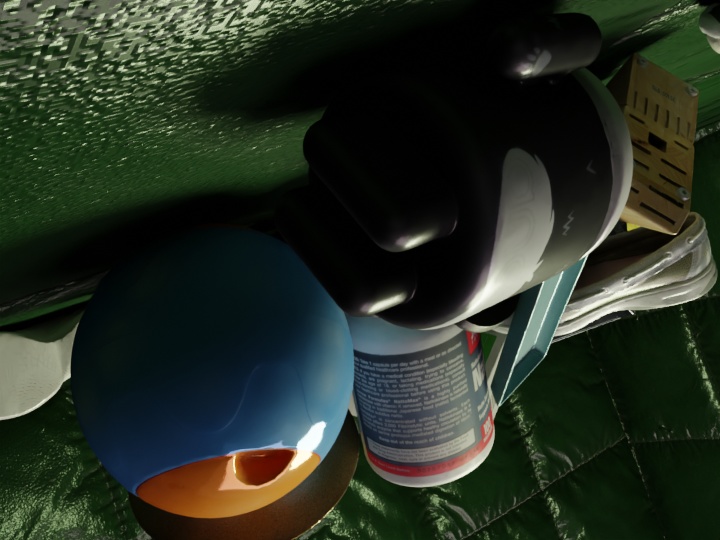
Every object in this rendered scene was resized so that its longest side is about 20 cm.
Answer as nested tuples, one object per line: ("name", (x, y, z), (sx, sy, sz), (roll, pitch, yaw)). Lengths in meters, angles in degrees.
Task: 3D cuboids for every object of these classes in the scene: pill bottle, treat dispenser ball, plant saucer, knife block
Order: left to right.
("treat dispenser ball", (-0.102, 0.069, 0.626), (0.197, 0.205, 0.201), (-21, 178, -1))
("plant saucer", (-0.100, 0.142, 0.731), (0.196, 0.036, 0.202), (-6, -143, 5))
("pill bottle", (0.042, 0.063, 0.731), (0.117, 0.204, 0.120), (-10, -154, 5))
("plant saucer", (0.136, 0.031, 0.671), (0.070, 0.019, 0.202), (-41, 156, -27))
("knife block", (0.193, -0.075, 0.720), (0.176, 0.063, 0.202), (-56, -170, 51))

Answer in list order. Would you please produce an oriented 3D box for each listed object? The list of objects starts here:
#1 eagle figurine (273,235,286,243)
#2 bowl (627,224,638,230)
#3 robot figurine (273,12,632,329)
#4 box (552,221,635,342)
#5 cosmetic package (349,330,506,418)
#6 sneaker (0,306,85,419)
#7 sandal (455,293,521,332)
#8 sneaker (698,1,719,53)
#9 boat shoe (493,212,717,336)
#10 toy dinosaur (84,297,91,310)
("eagle figurine", (-0.002, -0.005, 0.843), (0.198, 0.153, 0.152), (-34, -151, -11))
("bowl", (0.260, -0.104, 1.046), (0.198, 0.203, 0.108), (-23, 135, 29))
("robot figurine", (0.052, -0.046, 0.445), (0.198, 0.127, 0.149), (-20, -172, -42))
("box", (0.187, -0.038, 0.904), (0.146, 0.104, 0.203), (-24, -141, 34))
("cosmetic package", (0.043, 0.100, 0.900), (0.196, 0.109, 0.085), (15, 149, 23))
("sneaker", (-0.311, 0.085, 0.825), (0.087, 0.077, 0.198), (-8, -171, 40))
("sandal", (0.121, -0.021, 0.677), (0.199, 0.076, 0.045), (-33, 172, -41))
("sneaker", (0.300, -0.164, 0.621), (0.074, 0.083, 0.198), (-21, 178, 43))
("boat shoe", (0.192, 0.002, 0.745), (0.198, 0.065, 0.075), (-12, -145, 23))
("toy dinosaur", (-0.175, 0.057, 0.852), (0.178, 0.107, 0.200), (11, 165, -17))
